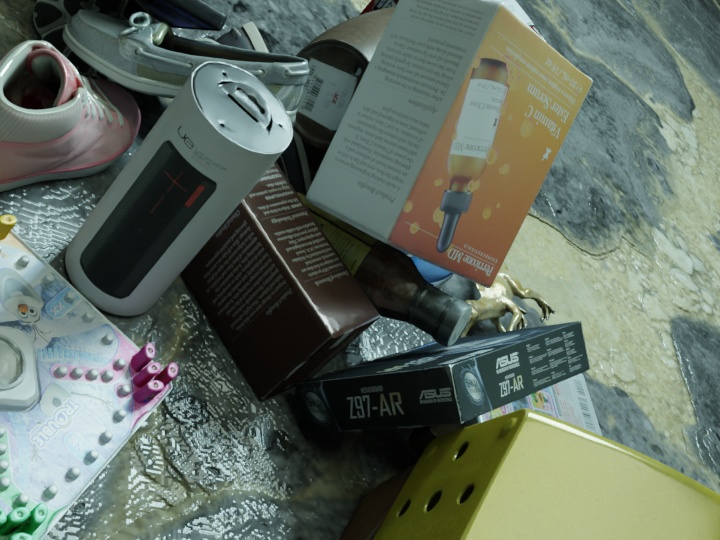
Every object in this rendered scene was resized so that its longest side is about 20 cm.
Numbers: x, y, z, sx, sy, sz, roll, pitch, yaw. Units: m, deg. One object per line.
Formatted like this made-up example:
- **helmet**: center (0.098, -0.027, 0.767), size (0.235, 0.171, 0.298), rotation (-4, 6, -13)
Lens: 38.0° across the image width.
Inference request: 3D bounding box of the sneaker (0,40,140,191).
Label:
- **sneaker**: center (-0.223, -0.127, 0.804), size (0.075, 0.105, 0.200), rotation (49, 34, 5)

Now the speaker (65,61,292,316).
- **speaker**: center (-0.133, -0.054, 0.745), size (0.081, 0.200, 0.082), rotation (27, 40, -25)

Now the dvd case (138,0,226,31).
- **dvd case**: center (-0.204, -0.252, 0.912), size (0.142, 0.018, 0.200), rotation (26, 2, -25)

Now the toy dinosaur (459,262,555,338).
- **toy dinosaur**: center (0.144, 0.018, 1.060), size (0.101, 0.058, 0.200), rotation (45, 31, -11)

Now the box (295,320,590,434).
- **box**: center (0.071, 0.087, 0.857), size (0.199, 0.160, 0.044), rotation (-11, 89, -49)

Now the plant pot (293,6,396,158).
- **plant pot**: center (0.013, -0.162, 0.979), size (0.187, 0.187, 0.200), rotation (54, 25, 9)

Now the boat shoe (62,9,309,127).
- **boat shoe**: center (-0.141, -0.174, 0.849), size (0.201, 0.065, 0.074), rotation (22, 24, 3)

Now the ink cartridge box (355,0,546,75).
- **ink cartridge box**: center (0.080, -0.225, 1.125), size (0.176, 0.200, 0.084), rotation (52, 37, 8)

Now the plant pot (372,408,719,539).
- **plant pot**: center (0.113, 0.208, 0.707), size (0.176, 0.200, 0.200), rotation (41, 59, -9)

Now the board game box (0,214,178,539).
- **board game box**: center (-0.238, 0.059, 0.681), size (0.200, 0.026, 0.200), rotation (44, 35, -5)

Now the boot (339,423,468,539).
- **boot**: center (0.075, 0.208, 0.824), size (0.146, 0.070, 0.200), rotation (49, 49, -10)

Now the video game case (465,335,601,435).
- **video game case**: center (0.174, 0.168, 1.007), size (0.181, 0.024, 0.201), rotation (19, 45, -33)

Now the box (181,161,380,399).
- **box**: center (-0.084, -0.010, 0.841), size (0.075, 0.100, 0.201), rotation (-17, 70, -51)

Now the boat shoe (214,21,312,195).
- **boat shoe**: center (-0.098, -0.144, 1.007), size (0.062, 0.073, 0.201), rotation (-20, 73, -6)

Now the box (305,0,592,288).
- **box**: center (0.076, -0.110, 0.867), size (0.106, 0.201, 0.152), rotation (29, 6, 42)

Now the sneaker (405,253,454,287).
- **sneaker**: center (0.041, -0.033, 1.002), size (0.199, 0.089, 0.079), rotation (7, 52, -45)

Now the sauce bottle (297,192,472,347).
- **sauce bottle**: center (0.000, 0.000, 0.893), size (0.199, 0.066, 0.066), rotation (32, 32, 17)

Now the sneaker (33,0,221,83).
- **sneaker**: center (-0.196, -0.189, 0.934), size (0.199, 0.081, 0.083), rotation (27, -3, -12)
